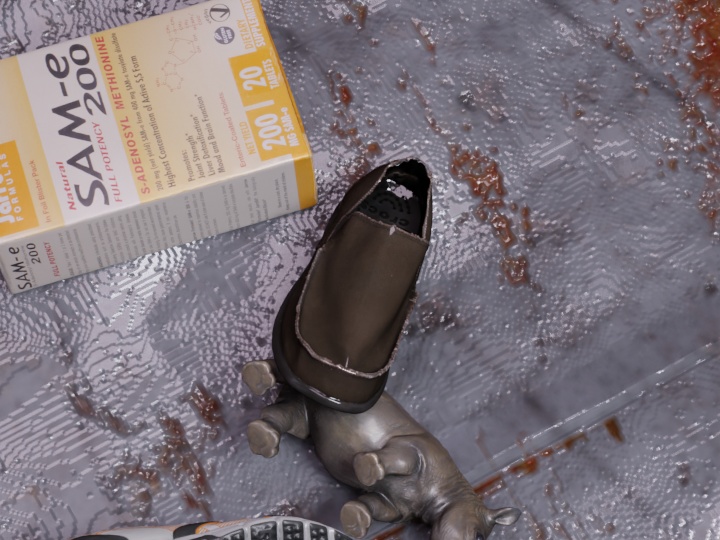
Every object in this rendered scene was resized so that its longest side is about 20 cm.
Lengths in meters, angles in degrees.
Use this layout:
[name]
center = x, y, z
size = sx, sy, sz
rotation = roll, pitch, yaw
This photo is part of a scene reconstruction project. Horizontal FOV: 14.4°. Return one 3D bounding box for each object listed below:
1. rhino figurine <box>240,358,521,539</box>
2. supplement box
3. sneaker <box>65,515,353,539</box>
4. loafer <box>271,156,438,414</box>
[rhino figurine]
center = 0.020, 0.118, 1.646
size = 0.200, 0.060, 0.087
rotation = 41, 29, 17
[supplement box]
center = -0.139, -0.080, 1.740
size = 0.200, 0.074, 0.126
rotation = -17, 66, -5
[sneaker]
center = -0.094, 0.169, 1.623
size = 0.200, 0.080, 0.074
rotation = 0, 100, -20
[loafer]
center = 0.000, 0.000, 1.660
size = 0.073, 0.071, 0.200
rotation = 22, 41, -7
